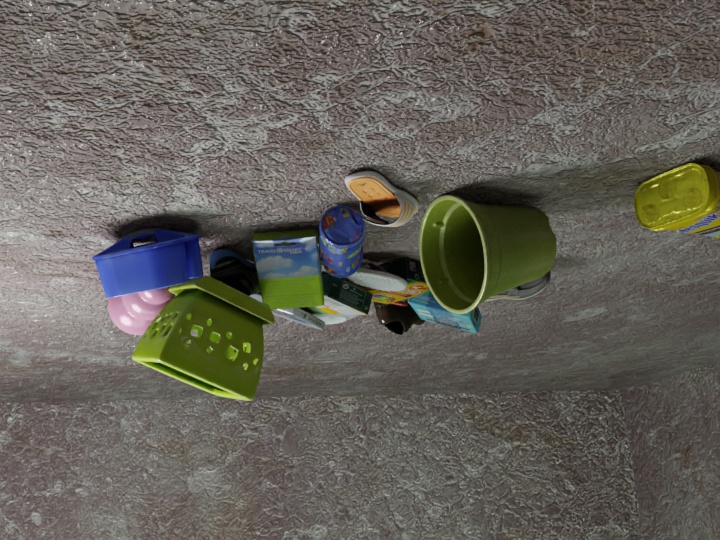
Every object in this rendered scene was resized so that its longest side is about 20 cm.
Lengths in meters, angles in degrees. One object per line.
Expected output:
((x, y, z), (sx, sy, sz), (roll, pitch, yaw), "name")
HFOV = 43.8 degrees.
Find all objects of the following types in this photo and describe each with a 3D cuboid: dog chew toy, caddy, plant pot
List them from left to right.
((-0.429, 0.050, 1.797), (0.124, 0.126, 0.200), (6, 153, -32), "dog chew toy")
((-0.373, -0.022, 1.580), (0.198, 0.106, 0.141), (-11, -175, 15), "caddy")
((-0.284, 0.121, 1.674), (0.199, 0.183, 0.199), (29, 163, -24), "plant pot")
((0.232, -0.038, 1.555), (0.183, 0.202, 0.200), (-8, 168, -28), "plant pot")

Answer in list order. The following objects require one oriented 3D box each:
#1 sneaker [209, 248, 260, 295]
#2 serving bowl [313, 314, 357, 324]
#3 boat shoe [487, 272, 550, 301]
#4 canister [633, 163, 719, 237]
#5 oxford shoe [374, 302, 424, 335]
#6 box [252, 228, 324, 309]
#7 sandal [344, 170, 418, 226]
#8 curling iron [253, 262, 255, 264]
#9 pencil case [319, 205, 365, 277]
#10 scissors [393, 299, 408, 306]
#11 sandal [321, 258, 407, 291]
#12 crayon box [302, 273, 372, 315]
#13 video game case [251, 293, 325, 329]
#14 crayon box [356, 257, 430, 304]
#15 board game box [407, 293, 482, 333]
((-0.228, 0.024, 1.770), (0.070, 0.083, 0.199), (-6, 157, 36), "sneaker")
((-0.076, 0.085, 2.092), (0.198, 0.066, 0.200), (-3, 164, -1), "serving bowl")
((0.321, 0.028, 1.976), (0.199, 0.075, 0.073), (-16, 160, 33), "boat shoe")
((0.589, -0.114, 1.524), (0.199, 0.087, 0.148), (5, 162, -34), "canister")
((0.101, 0.124, 2.240), (0.072, 0.085, 0.199), (-18, 161, 35), "oxford shoe")
((-0.134, -0.006, 1.683), (0.121, 0.048, 0.201), (-5, 139, -2), "box")
((0.031, -0.104, 1.466), (0.079, 0.060, 0.206), (-11, 163, 24), "sandal")
((-0.134, -0.025, 1.762), (0.199, 0.026, 0.049), (-13, 160, 30), "curling iron")
((-0.030, -0.050, 1.603), (0.086, 0.078, 0.200), (-33, 167, -10), "pencil case")
((0.029, 0.065, 2.067), (0.199, 0.014, 0.073), (4, -166, -42), "scissors")
((0.001, -0.002, 1.838), (0.201, 0.050, 0.083), (12, 162, -1), "sandal")
((-0.088, 0.052, 1.908), (0.199, 0.052, 0.125), (-2, 159, 46), "crayon box")
((-0.196, 0.079, 1.980), (0.198, 0.024, 0.182), (17, 172, 22), "video game case")
((0.067, 0.029, 1.957), (0.199, 0.051, 0.126), (-18, 160, 41), "crayon box")
((0.205, 0.093, 2.137), (0.150, 0.047, 0.200), (14, 169, 16), "board game box")
